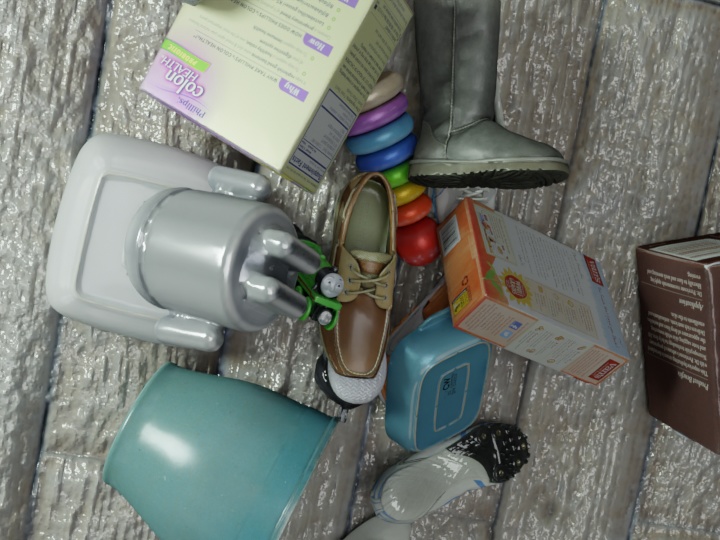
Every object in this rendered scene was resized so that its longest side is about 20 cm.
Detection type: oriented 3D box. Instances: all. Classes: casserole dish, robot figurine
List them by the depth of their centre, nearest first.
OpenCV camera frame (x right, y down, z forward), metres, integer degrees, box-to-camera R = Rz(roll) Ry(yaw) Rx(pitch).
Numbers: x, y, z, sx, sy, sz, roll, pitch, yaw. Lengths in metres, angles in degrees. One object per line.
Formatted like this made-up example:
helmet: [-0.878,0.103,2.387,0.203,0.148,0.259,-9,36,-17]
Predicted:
robot figurine: [-0.134,-0.011,0.893,0.197,0.113,0.173,13,75,31]
casserole dish: [0.085,0.120,1.026,0.119,0.039,0.203,-23,140,-22]

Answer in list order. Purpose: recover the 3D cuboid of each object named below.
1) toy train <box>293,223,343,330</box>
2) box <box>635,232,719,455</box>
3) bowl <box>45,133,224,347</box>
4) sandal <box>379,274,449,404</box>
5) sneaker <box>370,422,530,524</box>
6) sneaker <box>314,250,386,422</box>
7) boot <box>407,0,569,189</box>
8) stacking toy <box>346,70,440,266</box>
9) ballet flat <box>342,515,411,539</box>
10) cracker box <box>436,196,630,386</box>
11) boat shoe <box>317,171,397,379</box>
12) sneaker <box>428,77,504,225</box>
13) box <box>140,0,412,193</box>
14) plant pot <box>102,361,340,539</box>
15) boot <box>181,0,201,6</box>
toy train: [-0.058,-0.002,0.962,0.041,0.200,0.057,21,100,-26]
box: [0.412,0.068,1.069,0.160,0.166,0.205,-9,99,-9]
bowl: [-0.214,-0.026,0.996,0.196,0.075,0.204,15,94,-10]
sandal: [0.088,0.064,1.066,0.079,0.059,0.208,34,91,-12]
sneaker: [0.098,0.220,1.093,0.196,0.072,0.073,-18,89,-21]
sneaker: [-0.011,0.057,1.042,0.074,0.114,0.204,9,61,-9]
boot: [0.124,-0.185,0.961,0.178,0.072,0.205,5,80,25]
stacking toy: [0.038,-0.100,1.033,0.084,0.085,0.203,-25,108,-6]
ballet flat: [-0.021,0.345,1.083,0.198,0.069,0.070,-35,102,-4]
cracker box: [0.176,0.023,1.014,0.197,0.136,0.058,23,131,-27]
boat shoe: [0.000,0.000,0.949,0.074,0.074,0.205,4,77,-10]
sneaker: [0.116,-0.116,1.035,0.073,0.087,0.205,-2,99,-11]
box: [-0.078,-0.210,0.938,0.174,0.097,0.203,30,91,19]
plant pot: [-0.146,0.195,0.987,0.185,0.200,0.203,28,92,3]
boot: [-0.190,-0.323,0.921,0.198,0.073,0.096,33,87,30]
